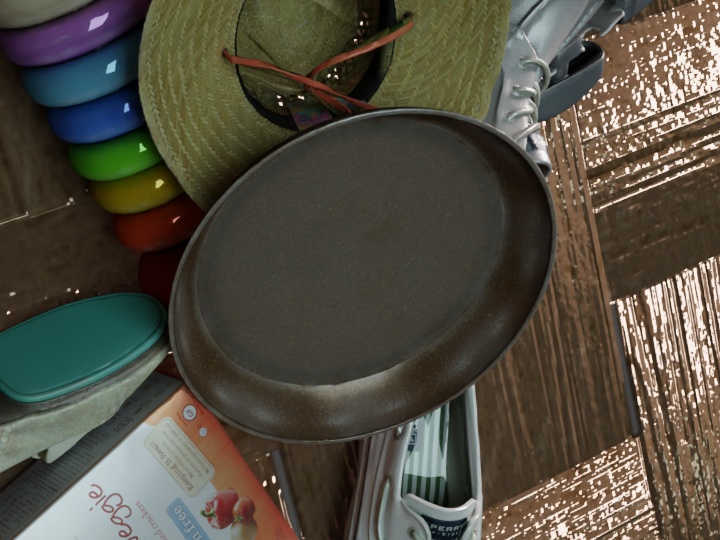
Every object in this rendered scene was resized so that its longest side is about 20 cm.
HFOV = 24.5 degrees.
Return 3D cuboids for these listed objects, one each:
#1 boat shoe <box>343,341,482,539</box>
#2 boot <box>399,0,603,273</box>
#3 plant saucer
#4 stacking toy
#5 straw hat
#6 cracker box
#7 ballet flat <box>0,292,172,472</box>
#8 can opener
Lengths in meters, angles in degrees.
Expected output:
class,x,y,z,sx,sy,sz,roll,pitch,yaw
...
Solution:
class,x,y,z,sx,sy,sz,roll,pitch,yaw
boat shoe,0.031,0.133,0.898,0.073,0.067,0.203,-4,89,-27
boot,0.076,-0.084,0.867,0.200,0.096,0.074,-43,148,3
plant saucer,0.000,0.000,0.806,0.198,0.032,0.202,-12,131,-14
stacking toy,-0.106,-0.062,0.800,0.085,0.085,0.202,-35,118,-24
straw hat,-0.029,-0.118,0.791,0.199,0.085,0.203,-13,127,-19
cracker box,-0.132,0.164,0.818,0.200,0.057,0.135,-42,116,-21
ballet flat,-0.176,0.072,0.788,0.198,0.067,0.063,-24,136,-25
can opener,0.146,-0.157,0.974,0.199,0.053,0.067,-37,146,-24
